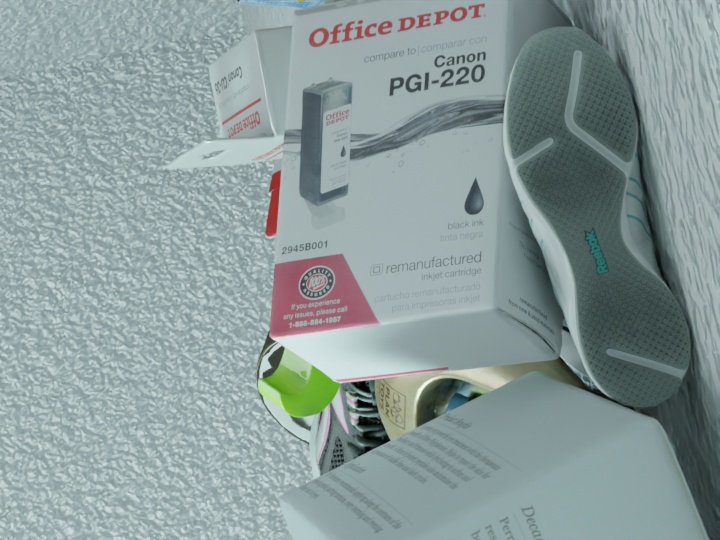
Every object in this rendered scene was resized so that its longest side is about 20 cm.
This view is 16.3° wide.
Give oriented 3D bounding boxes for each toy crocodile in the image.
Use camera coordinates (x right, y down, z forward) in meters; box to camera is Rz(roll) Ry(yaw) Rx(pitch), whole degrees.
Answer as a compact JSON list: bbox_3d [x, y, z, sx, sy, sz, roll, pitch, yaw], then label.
[{"bbox_3d":[0.000,0.000,1.497,0.068,0.062,0.200,47,119,29],"label":"toy crocodile"}]

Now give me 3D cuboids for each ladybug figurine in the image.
[{"bbox_3d":[0.093,0.091,1.477,0.199,0.072,0.136,26,129,35],"label":"ladybug figurine"}]

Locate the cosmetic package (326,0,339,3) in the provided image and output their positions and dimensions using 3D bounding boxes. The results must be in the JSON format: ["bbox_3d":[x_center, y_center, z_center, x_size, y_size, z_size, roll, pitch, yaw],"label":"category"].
[{"bbox_3d":[0.002,-0.239,1.888,0.200,0.105,0.071,-120,19,-69],"label":"cosmetic package"}]

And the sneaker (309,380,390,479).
[{"bbox_3d":[0.005,0.074,1.571,0.086,0.080,0.201,112,149,-76],"label":"sneaker"}]

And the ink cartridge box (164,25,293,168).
[{"bbox_3d":[-0.018,-0.111,1.524,0.116,0.199,0.068,158,101,-71],"label":"ink cartridge box"}]

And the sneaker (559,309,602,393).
[{"bbox_3d":[0.108,-0.020,1.437,0.081,0.076,0.201,69,-175,-48],"label":"sneaker"}]

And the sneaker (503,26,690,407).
[{"bbox_3d":[0.117,-0.026,1.308,0.080,0.070,0.201,121,136,-87],"label":"sneaker"}]

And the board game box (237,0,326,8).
[{"bbox_3d":[-0.024,-0.247,1.572,0.200,0.061,0.201,-126,42,-61],"label":"board game box"}]

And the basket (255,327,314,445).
[{"bbox_3d":[0.009,0.020,1.753,0.200,0.135,0.181,-67,3,-47],"label":"basket"}]

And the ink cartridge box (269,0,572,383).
[{"bbox_3d":[0.035,-0.051,1.373,0.085,0.145,0.201,36,-128,-53],"label":"ink cartridge box"}]

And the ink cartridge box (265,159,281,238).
[{"bbox_3d":[0.009,-0.090,1.698,0.067,0.116,0.201,48,-146,-32],"label":"ink cartridge box"}]

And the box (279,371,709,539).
[{"bbox_3d":[0.086,0.182,1.300,0.201,0.171,0.199,66,170,-9],"label":"box"}]
